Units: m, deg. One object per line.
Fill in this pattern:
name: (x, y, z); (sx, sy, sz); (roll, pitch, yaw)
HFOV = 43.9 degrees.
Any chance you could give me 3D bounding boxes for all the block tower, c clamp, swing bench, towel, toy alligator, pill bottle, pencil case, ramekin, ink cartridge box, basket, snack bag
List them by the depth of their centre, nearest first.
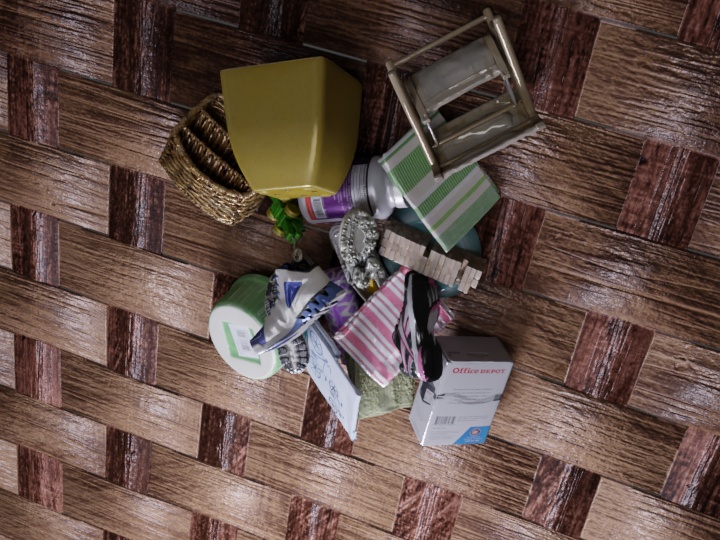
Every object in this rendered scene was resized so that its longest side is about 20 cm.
swing bench: (0.169, -0.284, 1.454); (0.196, 0.130, 0.203); (-24, 109, 9)
towel: (0.139, -0.160, 1.558); (0.152, 0.023, 0.201); (-42, 100, -15)
pill bottle: (-0.009, -0.146, 1.616); (0.195, 0.113, 0.115); (-3, 114, 20)
block tower: (0.126, -0.026, 1.619); (0.197, 0.058, 0.055); (25, 120, 8)
basket: (-0.256, -0.206, 1.646); (0.200, 0.143, 0.150); (42, 120, 4)
towel: (0.063, 0.106, 1.677); (0.200, 0.030, 0.146); (-45, 105, 5)
toy alligator: (-0.127, -0.088, 1.678); (0.053, 0.202, 0.060); (9, 132, -38)
c clamp: (-0.088, 0.056, 1.707); (0.172, 0.027, 0.201); (57, 157, 16)
ink cartridge box: (0.190, 0.229, 1.711); (0.142, 0.084, 0.204); (2, 121, -21)
snack bag: (-0.052, 0.208, 1.728); (0.201, 0.021, 0.190); (54, 156, 29)
towel: (0.039, 0.184, 1.744); (0.036, 0.146, 0.205); (18, 118, 61)
pencil case: (-0.034, 0.094, 1.758); (0.082, 0.086, 0.203); (-14, 109, 26)
ramekin: (-0.211, 0.119, 1.793); (0.197, 0.098, 0.204); (20, 129, 26)

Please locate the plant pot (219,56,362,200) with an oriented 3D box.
plant pot: (-0.112, -0.229, 1.521); (0.190, 0.195, 0.205); (-3, 86, 20)

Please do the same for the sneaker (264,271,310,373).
sneaker: (-0.136, 0.093, 1.697); (0.076, 0.080, 0.205); (-5, 95, 4)

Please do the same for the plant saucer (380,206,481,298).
plant saucer: (0.127, -0.031, 1.669); (0.195, 0.036, 0.204); (8, 118, 16)

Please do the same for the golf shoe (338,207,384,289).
golf shoe: (-0.014, -0.055, 1.585); (0.077, 0.098, 0.202); (-25, 146, -12)

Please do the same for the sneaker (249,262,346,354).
sneaker: (-0.129, 0.053, 1.616); (0.198, 0.080, 0.116); (-38, 80, 15)

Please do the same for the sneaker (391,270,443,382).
sneaker: (0.091, 0.101, 1.627); (0.085, 0.079, 0.205); (-7, 82, 44)

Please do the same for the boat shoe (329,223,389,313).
boat shoe: (0.000, 0.000, 1.702); (0.070, 0.070, 0.202); (-29, 96, 31)
